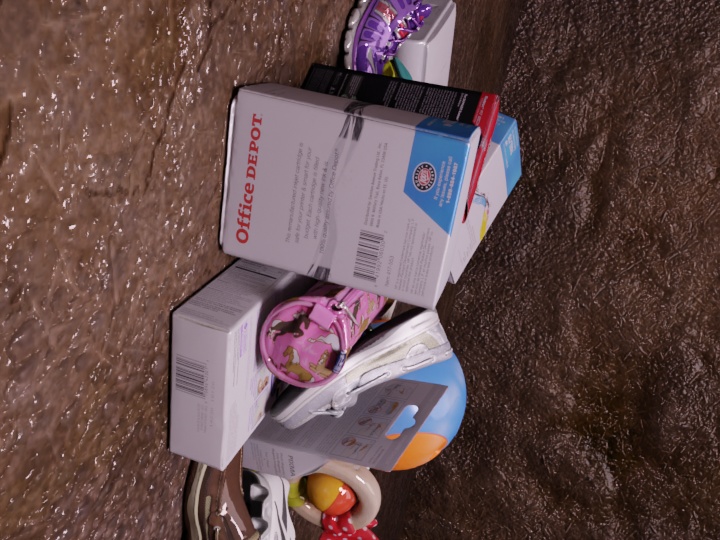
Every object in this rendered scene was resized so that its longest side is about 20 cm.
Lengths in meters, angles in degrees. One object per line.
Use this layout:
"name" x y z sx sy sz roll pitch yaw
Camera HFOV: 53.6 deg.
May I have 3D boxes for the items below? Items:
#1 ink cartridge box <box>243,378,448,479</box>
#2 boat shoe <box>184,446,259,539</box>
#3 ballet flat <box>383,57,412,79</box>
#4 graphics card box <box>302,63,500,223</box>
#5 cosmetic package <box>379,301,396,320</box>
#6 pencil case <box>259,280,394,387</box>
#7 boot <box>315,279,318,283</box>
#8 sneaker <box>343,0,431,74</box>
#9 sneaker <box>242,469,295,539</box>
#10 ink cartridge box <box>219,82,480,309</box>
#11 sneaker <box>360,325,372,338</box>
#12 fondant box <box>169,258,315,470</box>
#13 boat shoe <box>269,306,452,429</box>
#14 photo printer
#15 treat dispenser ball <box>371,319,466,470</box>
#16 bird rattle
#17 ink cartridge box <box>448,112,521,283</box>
"ink cartridge box" -0.021 0.172 0.798 0.162 0.198 0.058 -41 134 -52
"boat shoe" -0.135 0.255 0.726 0.075 0.074 0.205 -34 137 -70
"ballet flat" 0.043 -0.206 0.878 0.067 0.067 0.201 -37 -152 14
"graphics card box" 0.026 -0.129 0.704 0.051 0.198 0.127 75 32 -63
"cosmetic package" 0.000 0.000 0.982 0.200 0.086 0.104 71 35 -66
"pencil case" -0.024 0.040 0.690 0.200 0.086 0.084 -42 129 -70
"boot" -0.037 -0.038 0.831 0.107 0.074 0.202 -34 136 -78
"sneaker" 0.035 -0.286 0.825 0.081 0.083 0.202 15 93 -76
"sneaker" -0.108 0.326 0.792 0.088 0.073 0.202 24 71 -56
"ink cartridge box" -0.010 -0.069 0.619 0.086 0.198 0.148 -48 151 -64
"sneaker" -0.011 0.082 0.852 0.199 0.082 0.072 -168 -107 -65
"fondant box" -0.106 0.068 0.683 0.200 0.058 0.146 -49 151 -61
"boat shoe" 0.004 0.106 0.720 0.201 0.065 0.074 -30 -175 -21
"photo printer" 0.088 -0.286 1.075 0.167 0.069 0.201 -61 161 -44
"treat dispenser ball" 0.044 0.167 0.971 0.201 0.199 0.203 15 90 -77
"bird rattle" -0.044 0.286 0.879 0.163 0.200 0.113 -49 180 40
"ink cartridge box" 0.111 -0.118 0.998 0.201 0.146 0.146 -57 155 -12
